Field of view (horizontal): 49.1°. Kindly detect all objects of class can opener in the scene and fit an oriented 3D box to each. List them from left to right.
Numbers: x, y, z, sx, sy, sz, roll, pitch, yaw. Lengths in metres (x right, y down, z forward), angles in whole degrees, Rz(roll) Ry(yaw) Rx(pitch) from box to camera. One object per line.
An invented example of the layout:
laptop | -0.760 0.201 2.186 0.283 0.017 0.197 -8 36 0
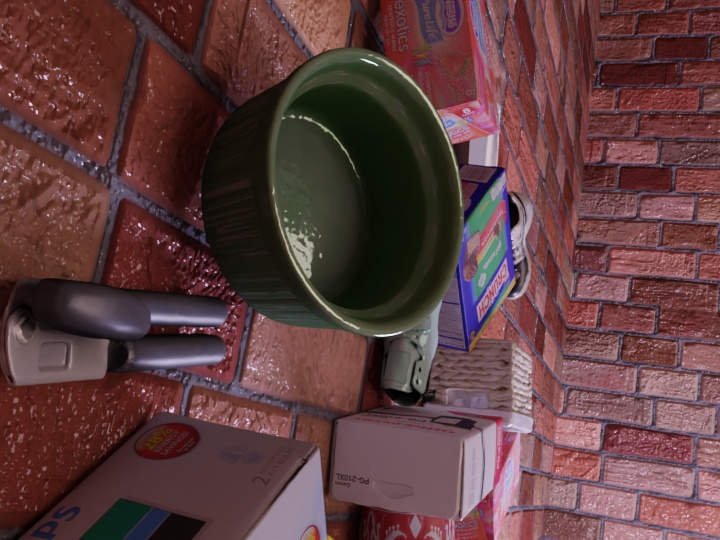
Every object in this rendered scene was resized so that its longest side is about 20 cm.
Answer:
can opener | -0.128 0.037 0.459 0.200 0.066 0.053 16 78 -73

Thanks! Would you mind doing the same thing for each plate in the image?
plate | 0.181 -0.173 1.243 0.199 0.032 0.203 -9 102 -69

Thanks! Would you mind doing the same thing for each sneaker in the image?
sneaker | 0.055 0.071 0.905 0.202 0.073 0.119 77 21 -43
sneaker | 0.271 -0.049 1.471 0.087 0.075 0.203 13 77 -55

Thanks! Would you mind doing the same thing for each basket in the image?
basket | 0.184 0.175 1.191 0.200 0.134 0.125 35 58 -65

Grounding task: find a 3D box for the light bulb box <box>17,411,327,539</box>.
light bulb box | -0.109 0.226 0.458 0.198 0.123 0.203 -45 136 -58

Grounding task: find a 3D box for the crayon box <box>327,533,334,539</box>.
crayon box | -0.054 0.354 0.714 0.173 0.058 0.202 64 37 -54

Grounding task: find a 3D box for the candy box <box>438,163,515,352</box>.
candy box | 0.146 -0.017 1.093 0.169 0.076 0.202 -50 141 -40

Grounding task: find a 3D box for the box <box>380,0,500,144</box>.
box | 0.082 -0.244 0.837 0.102 0.094 0.203 25 58 -64

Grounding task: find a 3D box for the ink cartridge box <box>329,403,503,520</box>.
ink cartridge box | 0.069 0.205 0.878 0.200 0.143 0.086 11 83 -69

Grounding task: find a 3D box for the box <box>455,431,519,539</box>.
box | 0.183 0.327 1.237 0.200 0.101 0.096 -35 127 -62

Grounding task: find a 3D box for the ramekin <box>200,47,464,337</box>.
ramekin | -0.021 -0.051 0.583 0.199 0.097 0.203 7 80 -45

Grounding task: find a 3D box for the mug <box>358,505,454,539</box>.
mug | 0.037 0.372 0.912 0.132 0.177 0.203 7 82 -32
